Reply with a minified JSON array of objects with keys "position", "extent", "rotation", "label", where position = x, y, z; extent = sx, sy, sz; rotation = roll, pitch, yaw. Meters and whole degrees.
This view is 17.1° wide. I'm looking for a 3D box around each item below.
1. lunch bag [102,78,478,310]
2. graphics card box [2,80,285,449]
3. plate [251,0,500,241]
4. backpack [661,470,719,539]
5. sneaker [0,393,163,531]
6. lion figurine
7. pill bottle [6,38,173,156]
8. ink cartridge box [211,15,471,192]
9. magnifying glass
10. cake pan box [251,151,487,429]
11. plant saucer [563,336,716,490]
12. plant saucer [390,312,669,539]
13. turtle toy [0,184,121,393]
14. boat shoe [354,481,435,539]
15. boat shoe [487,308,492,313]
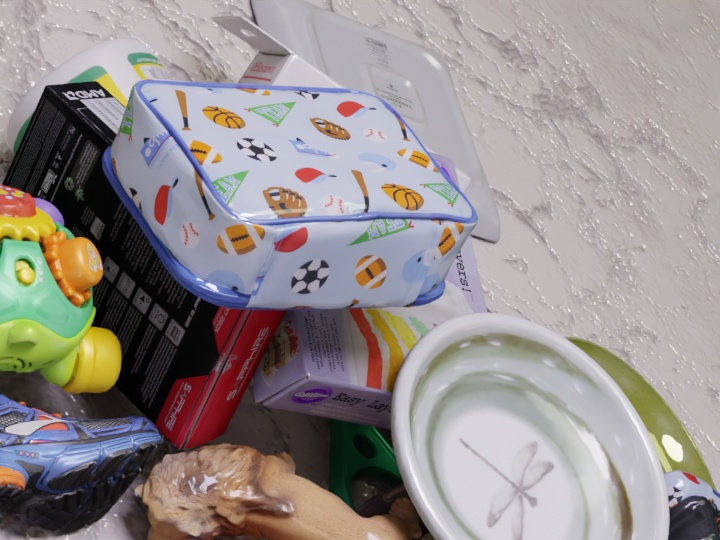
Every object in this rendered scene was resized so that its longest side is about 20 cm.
[{"position":[-0.039,-0.047,1.366],"extent":[0.199,0.076,0.160],"rotation":[2,35,-38],"label":"lunch bag"},{"position":[-0.134,-0.006,1.425],"extent":[0.200,0.126,0.051],"rotation":[41,30,25],"label":"graphics card box"},{"position":[0.019,-0.127,1.857],"extent":[0.199,0.032,0.201],"rotation":[16,42,-36],"label":"plate"},{"position":[0.204,0.237,1.532],"extent":[0.190,0.199,0.155],"rotation":[40,32,-31],"label":"backpack"},{"position":[-0.190,0.099,1.338],"extent":[0.199,0.075,0.079],"rotation":[-2,51,-51],"label":"sneaker"},{"position":[-0.027,0.150,1.407],"extent":[0.199,0.073,0.122],"rotation":[13,-1,15],"label":"lion figurine"},{"position":[-0.128,-0.038,1.519],"extent":[0.200,0.113,0.113],"rotation":[54,34,14],"label":"pill bottle"},{"position":[-0.031,-0.096,1.687],"extent":[0.200,0.068,0.115],"rotation":[35,-4,-15],"label":"ink cartridge box"},{"position":[-0.004,0.112,1.578],"extent":[0.079,0.022,0.201],"rotation":[9,49,-42],"label":"magnifying glass"},{"position":[0.000,0.000,1.496],"extent":[0.184,0.052,0.201],"rotation":[17,53,-44],"label":"cake pan box"},{"position":[0.186,0.140,1.730],"extent":[0.200,0.031,0.201],"rotation":[35,32,-26],"label":"plant saucer"},{"position":[0.093,0.123,1.436],"extent":[0.199,0.050,0.201],"rotation":[20,50,-26],"label":"plant saucer"},{"position":[-0.220,-0.004,1.364],"extent":[0.145,0.102,0.200],"rotation":[5,18,-31],"label":"turtle toy"},{"position":[0.065,0.136,1.538],"extent":[0.073,0.075,0.200],"rotation":[49,36,9],"label":"boat shoe"},{"position":[0.040,0.030,1.647],"extent":[0.199,0.072,0.076],"rotation":[32,79,-6],"label":"boat shoe"}]
